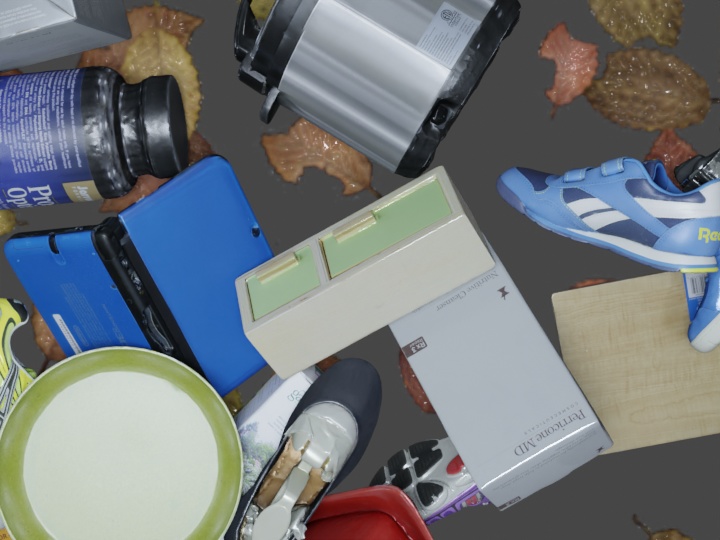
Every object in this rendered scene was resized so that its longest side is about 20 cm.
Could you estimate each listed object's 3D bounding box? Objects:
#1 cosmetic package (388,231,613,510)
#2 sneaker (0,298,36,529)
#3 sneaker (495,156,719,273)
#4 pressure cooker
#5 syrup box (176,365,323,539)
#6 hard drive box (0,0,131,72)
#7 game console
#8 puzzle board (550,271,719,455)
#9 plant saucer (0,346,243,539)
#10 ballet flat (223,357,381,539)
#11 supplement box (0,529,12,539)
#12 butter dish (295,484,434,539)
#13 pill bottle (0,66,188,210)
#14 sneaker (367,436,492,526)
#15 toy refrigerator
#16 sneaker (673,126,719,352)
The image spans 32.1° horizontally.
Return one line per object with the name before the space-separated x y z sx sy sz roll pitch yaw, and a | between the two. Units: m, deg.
cosmetic package | 0.107 0.082 1.028 0.113 0.081 0.200 -33 59 4
sneaker | -0.301 0.118 1.030 0.076 0.075 0.200 -7 101 -16
sneaker | 0.208 -0.060 1.033 0.200 0.074 0.082 20 107 27
pressure cooker | 0.006 -0.192 0.992 0.200 0.176 0.179 31 130 0
syrup box | -0.093 0.171 1.089 0.079 0.081 0.200 44 94 -7
hard drive box | -0.282 -0.206 0.988 0.156 0.200 0.077 -14 96 2
game console | -0.172 0.017 1.069 0.171 0.118 0.200 -4 125 30
puzzle board | 0.279 0.074 1.104 0.200 0.017 0.151 -11 95 2
plant saucer | -0.196 0.162 1.023 0.200 0.031 0.200 0 88 -6
ballet flat | -0.045 0.163 1.014 0.073 0.073 0.200 34 96 -3
supplement box | -0.301 0.208 1.106 0.067 0.069 0.200 -18 93 1
butter dish | -0.019 0.301 1.040 0.199 0.148 0.200 -21 99 45
pill bottle | -0.250 -0.111 1.043 0.200 0.112 0.112 -5 97 2
sneaker | 0.092 0.189 1.093 0.200 0.081 0.083 -30 126 15
toy refrigerator | 0.000 0.000 1.019 0.200 0.076 0.070 -29 128 9
sneaker | 0.302 -0.038 1.053 0.111 0.077 0.200 31 97 10
